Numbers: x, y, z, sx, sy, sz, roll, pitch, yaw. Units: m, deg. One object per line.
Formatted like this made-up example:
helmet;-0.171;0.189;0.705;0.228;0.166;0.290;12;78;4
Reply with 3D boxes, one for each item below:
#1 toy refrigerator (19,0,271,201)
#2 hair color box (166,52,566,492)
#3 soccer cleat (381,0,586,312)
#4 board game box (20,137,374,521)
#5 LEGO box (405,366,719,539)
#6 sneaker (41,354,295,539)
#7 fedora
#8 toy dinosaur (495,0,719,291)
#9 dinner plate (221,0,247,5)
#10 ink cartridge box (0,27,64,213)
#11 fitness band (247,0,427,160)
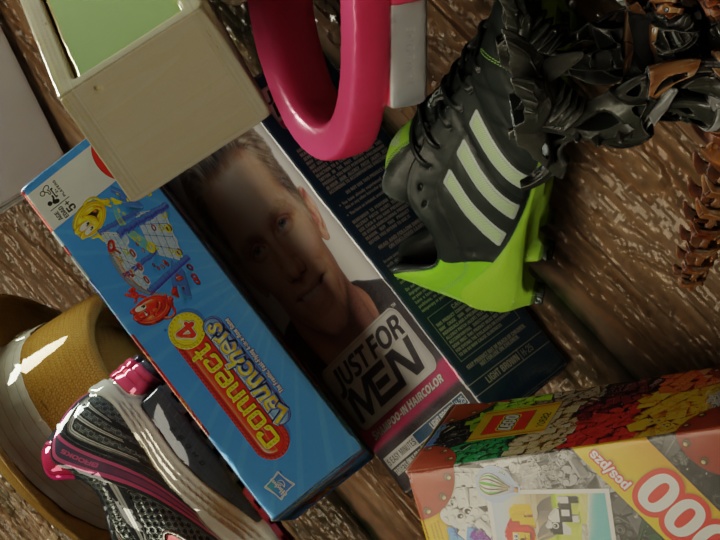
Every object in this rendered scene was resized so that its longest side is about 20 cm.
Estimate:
toy refrigerator;-0.110;-0.118;1.214;0.070;0.076;0.200;56;-177;-31
hair color box;0.000;0.000;1.284;0.200;0.060;0.100;52;143;6
soccer cleat;0.052;-0.061;1.161;0.081;0.068;0.201;10;132;6
board game box;-0.076;0.031;1.311;0.196;0.056;0.200;52;178;6
LEGO box;0.123;0.152;1.147;0.148;0.077;0.201;-11;107;24
sneaker;-0.073;0.139;1.290;0.200;0.075;0.081;51;178;5
fedora;-0.134;0.069;1.421;0.082;0.201;0.201;-40;85;18
toy dinosaur;0.123;-0.085;1.040;0.102;0.135;0.201;-94;-3;-83
dinner plate;-0.064;-0.219;1.171;0.200;0.024;0.201;168;90;-72
ink cartridge box;-0.274;-0.089;1.504;0.200;0.084;0.145;-11;108;52
fitness band;-0.017;-0.146;1.167;0.144;0.037;0.201;-133;36;-52
